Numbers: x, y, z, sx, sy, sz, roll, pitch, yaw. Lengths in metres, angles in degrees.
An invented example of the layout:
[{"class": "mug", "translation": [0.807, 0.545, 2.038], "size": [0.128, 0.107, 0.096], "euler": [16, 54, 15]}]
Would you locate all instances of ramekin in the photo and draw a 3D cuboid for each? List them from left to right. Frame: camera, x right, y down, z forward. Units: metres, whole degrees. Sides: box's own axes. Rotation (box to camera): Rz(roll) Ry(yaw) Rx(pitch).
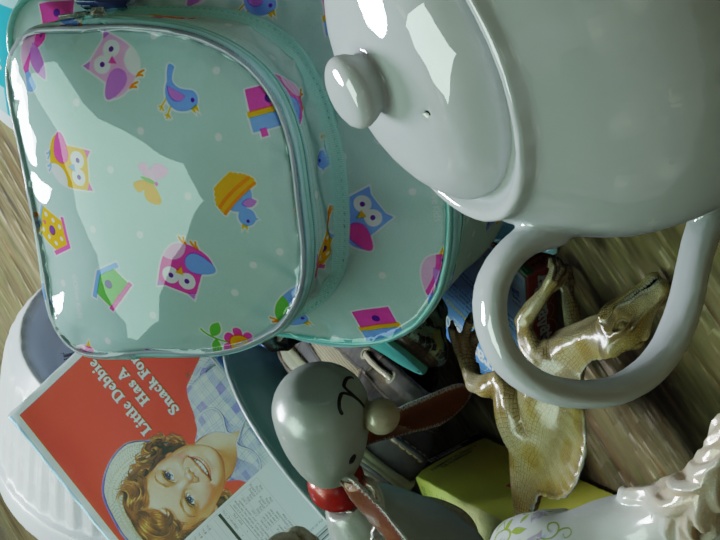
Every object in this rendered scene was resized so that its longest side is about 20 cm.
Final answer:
[{"class": "ramekin", "translation": [-0.127, 0.076, 1.429], "size": [0.200, 0.199, 0.106], "euler": [46, 146, 39]}]

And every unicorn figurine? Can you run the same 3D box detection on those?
[{"class": "unicorn figurine", "translation": [0.120, 0.101, 0.937], "size": [0.137, 0.199, 0.074], "euler": [35, -154, -59]}]

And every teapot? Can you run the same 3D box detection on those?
[{"class": "teapot", "translation": [0.055, -0.085, 0.812], "size": [0.200, 0.145, 0.198], "euler": [48, 157, 32]}]

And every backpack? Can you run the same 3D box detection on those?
[{"class": "backpack", "translation": [-0.041, -0.050, 0.971], "size": [0.153, 0.198, 0.177], "euler": [-45, -51, -67]}]

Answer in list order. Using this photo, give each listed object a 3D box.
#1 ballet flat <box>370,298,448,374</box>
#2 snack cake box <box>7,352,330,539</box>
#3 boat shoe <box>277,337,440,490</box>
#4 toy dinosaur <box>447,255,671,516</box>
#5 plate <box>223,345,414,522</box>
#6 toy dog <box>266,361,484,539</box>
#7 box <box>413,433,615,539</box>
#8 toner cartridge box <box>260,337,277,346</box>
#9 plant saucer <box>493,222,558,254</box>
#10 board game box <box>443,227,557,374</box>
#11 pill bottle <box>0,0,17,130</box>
[{"class": "ballet flat", "translation": [0.000, 0.000, 1.123], "size": [0.200, 0.074, 0.075], "euler": [18, 133, 65]}, {"class": "snack cake box", "translation": [-0.084, 0.117, 1.288], "size": [0.200, 0.115, 0.067], "euler": [50, -169, 10]}, {"class": "boat shoe", "translation": [0.010, 0.054, 1.227], "size": [0.074, 0.073, 0.200], "euler": [39, -169, -23]}, {"class": "toy dinosaur", "translation": [0.077, 0.065, 1.031], "size": [0.101, 0.058, 0.201], "euler": [-112, 28, -45]}, {"class": "plate", "translation": [0.001, 0.107, 1.283], "size": [0.200, 0.026, 0.200], "euler": [47, -170, -11]}, {"class": "toy dog", "translation": [0.030, 0.119, 1.063], "size": [0.200, 0.096, 0.133], "euler": [44, -133, -64]}, {"class": "box", "translation": [0.096, 0.140, 1.151], "size": [0.200, 0.050, 0.076], "euler": [18, 132, 64]}, {"class": "toner cartridge box", "translation": [-0.072, -0.052, 1.335], "size": [0.095, 0.043, 0.201], "euler": [42, 152, 48]}, {"class": "plant saucer", "translation": [0.041, -0.103, 1.011], "size": [0.070, 0.019, 0.201], "euler": [14, 129, 59]}, {"class": "board game box", "translation": [0.032, -0.020, 1.148], "size": [0.200, 0.019, 0.103], "euler": [46, 153, 39]}, {"class": "pill bottle", "translation": [-0.173, -0.149, 1.361], "size": [0.111, 0.110, 0.201], "euler": [52, 158, 27]}]
